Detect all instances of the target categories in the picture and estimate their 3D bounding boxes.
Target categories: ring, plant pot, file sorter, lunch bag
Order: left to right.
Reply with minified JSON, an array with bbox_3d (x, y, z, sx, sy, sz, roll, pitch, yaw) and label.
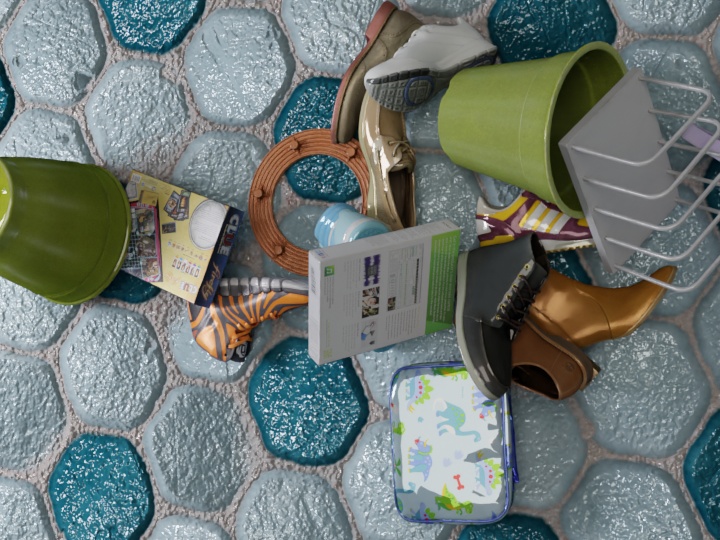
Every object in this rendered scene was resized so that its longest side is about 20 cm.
[{"bbox_3d":[-0.443,-0.069,1.344,0.197,0.192,0.205,-5,78,25],"label":"plant pot"},{"bbox_3d":[-0.060,-0.093,1.370,0.196,0.019,0.205,-1,86,14],"label":"ring"},{"bbox_3d":[0.119,0.216,1.273,0.158,0.082,0.204,-4,85,13],"label":"lunch bag"},{"bbox_3d":[0.200,-0.179,1.227,0.188,0.199,0.204,14,89,40],"label":"plant pot"},{"bbox_3d":[0.339,-0.099,1.145,0.139,0.201,0.124,-43,37,-18],"label":"file sorter"}]

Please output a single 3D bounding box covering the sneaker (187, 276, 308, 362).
[{"bbox_3d":[-0.140,0.066,1.355,0.196,0.077,0.115,-1,89,24],"label":"sneaker"}]

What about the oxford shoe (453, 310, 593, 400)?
[{"bbox_3d":[0.184,0.096,1.238,0.198,0.071,0.072,27,136,38],"label":"oxford shoe"}]

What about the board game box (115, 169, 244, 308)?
[{"bbox_3d":[-0.258,-0.046,1.368,0.198,0.034,0.138,21,91,35],"label":"board game box"}]

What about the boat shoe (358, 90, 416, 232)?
[{"bbox_3d":[0.045,-0.144,1.308,0.064,0.070,0.204,3,101,49],"label":"boat shoe"}]

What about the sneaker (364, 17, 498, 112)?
[{"bbox_3d":[0.082,-0.267,1.297,0.198,0.075,0.088,-22,64,-30],"label":"sneaker"}]

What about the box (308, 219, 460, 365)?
[{"bbox_3d":[0.029,0.025,1.240,0.197,0.036,0.147,-12,122,-24],"label":"box"}]

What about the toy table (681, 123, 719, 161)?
[{"bbox_3d":[0.493,-0.157,1.176,0.198,0.184,0.118,27,108,-8],"label":"toy table"}]

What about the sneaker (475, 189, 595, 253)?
[{"bbox_3d":[0.242,-0.069,1.270,0.196,0.075,0.092,-8,90,11],"label":"sneaker"}]

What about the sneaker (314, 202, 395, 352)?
[{"bbox_3d":[0.000,0.000,1.314,0.078,0.203,0.130,-22,35,-19],"label":"sneaker"}]

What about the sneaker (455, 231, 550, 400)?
[{"bbox_3d":[0.173,0.047,1.189,0.105,0.074,0.203,-23,53,30],"label":"sneaker"}]

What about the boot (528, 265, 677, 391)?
[{"bbox_3d":[0.281,0.034,1.256,0.144,0.071,0.202,42,99,12],"label":"boot"}]

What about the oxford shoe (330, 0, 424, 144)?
[{"bbox_3d":[0.022,-0.253,1.338,0.074,0.070,0.203,25,93,8],"label":"oxford shoe"}]
